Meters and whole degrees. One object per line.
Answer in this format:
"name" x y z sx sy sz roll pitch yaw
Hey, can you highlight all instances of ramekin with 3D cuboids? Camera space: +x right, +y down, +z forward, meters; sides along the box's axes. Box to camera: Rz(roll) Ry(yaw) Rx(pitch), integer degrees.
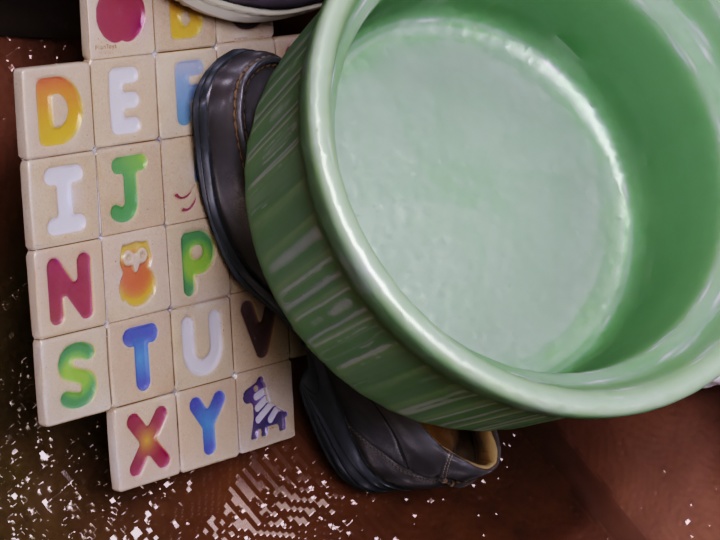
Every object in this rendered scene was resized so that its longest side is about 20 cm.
"ramekin" 0.054 -0.035 0.798 0.200 0.098 0.200 7 72 -23

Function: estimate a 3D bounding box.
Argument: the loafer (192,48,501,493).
"loafer" 0.000 0.000 0.857 0.073 0.072 0.200 -43 117 -33

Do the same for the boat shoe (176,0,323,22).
"boat shoe" -0.049 -0.137 0.803 0.200 0.065 0.072 5 82 -48

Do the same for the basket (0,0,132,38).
"basket" -0.137 -0.202 0.852 0.180 0.136 0.200 5 83 -5

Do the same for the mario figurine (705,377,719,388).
"mario figurine" 0.140 -0.029 0.922 0.123 0.106 0.200 32 68 2

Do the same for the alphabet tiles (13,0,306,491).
"alphabet tiles" -0.066 -0.021 0.847 0.166 0.006 0.200 -13 104 -47
